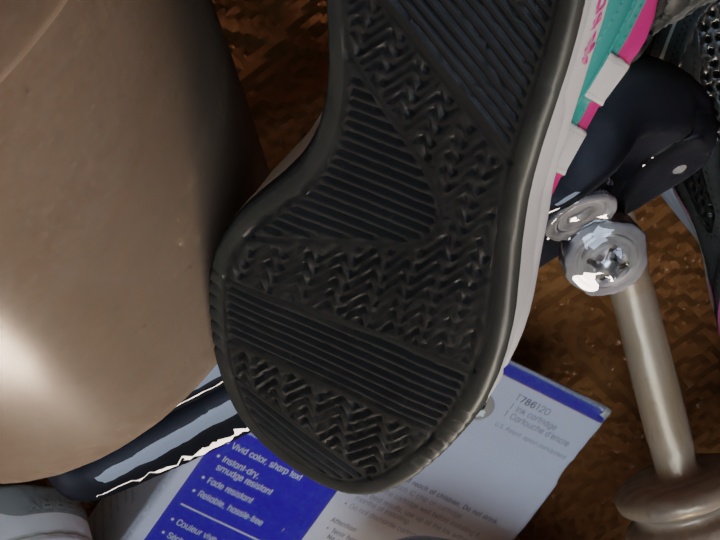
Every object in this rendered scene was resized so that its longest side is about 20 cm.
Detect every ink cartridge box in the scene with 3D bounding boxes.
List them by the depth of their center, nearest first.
[{"bbox_3d":[-0.025,0.083,0.832,0.099,0.039,0.200,27,116,-21],"label":"ink cartridge box"}]

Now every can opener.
[{"bbox_3d":[0.000,0.000,0.738,0.199,0.079,0.063,-36,142,11],"label":"can opener"}]

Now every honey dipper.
[{"bbox_3d":[0.073,0.005,0.771,0.038,0.038,0.201,-14,105,3],"label":"honey dipper"}]

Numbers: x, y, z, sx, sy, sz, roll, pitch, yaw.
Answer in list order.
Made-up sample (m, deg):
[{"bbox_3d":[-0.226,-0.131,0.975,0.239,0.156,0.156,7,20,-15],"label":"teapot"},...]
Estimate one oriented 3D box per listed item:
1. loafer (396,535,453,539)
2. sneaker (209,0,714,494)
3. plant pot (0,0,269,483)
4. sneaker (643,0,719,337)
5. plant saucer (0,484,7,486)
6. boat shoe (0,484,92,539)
[{"bbox_3d":[0.076,0.146,0.790,0.200,0.070,0.070,39,94,-14],"label":"loafer"},{"bbox_3d":[0.032,-0.049,0.655,0.083,0.121,0.201,33,135,13],"label":"sneaker"},{"bbox_3d":[-0.109,-0.043,0.669,0.199,0.201,0.175,-27,133,11],"label":"plant pot"},{"bbox_3d":[0.127,0.006,0.772,0.080,0.087,0.201,-19,120,4],"label":"sneaker"},{"bbox_3d":[-0.185,0.032,0.778,0.198,0.050,0.201,-3,121,-4],"label":"plant saucer"},{"bbox_3d":[-0.146,0.136,0.816,0.202,0.065,0.074,-36,153,19],"label":"boat shoe"}]
